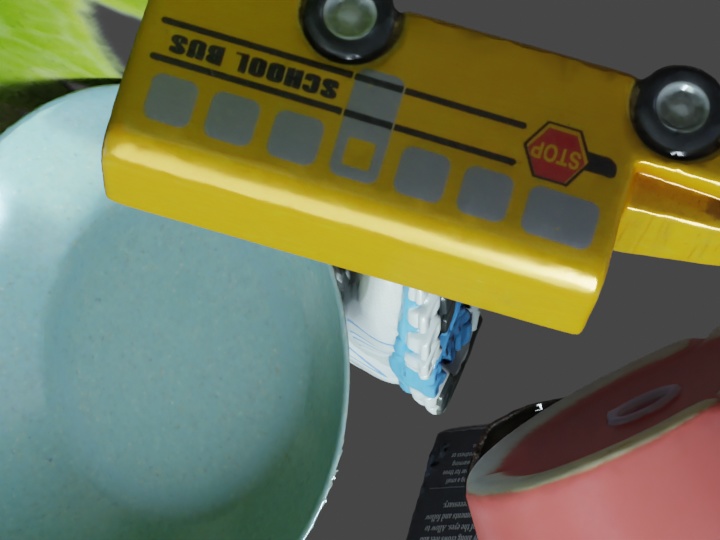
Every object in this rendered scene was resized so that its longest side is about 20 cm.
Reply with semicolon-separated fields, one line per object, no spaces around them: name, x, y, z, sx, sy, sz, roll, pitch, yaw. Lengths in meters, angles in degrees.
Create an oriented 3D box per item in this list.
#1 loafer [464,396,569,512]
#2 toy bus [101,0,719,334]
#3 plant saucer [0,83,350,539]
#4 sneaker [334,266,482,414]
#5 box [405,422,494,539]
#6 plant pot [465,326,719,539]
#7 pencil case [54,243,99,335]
loafer;0.129;0.076;1.220;0.199;0.073;0.071;-4;152;27
toy bus;0.025;-0.037;0.928;0.199;0.079;0.065;16;163;1
plant saucer;-0.077;0.032;1.087;0.200;0.202;0.039;5;-176;34
sneaker;0.000;0.000;1.088;0.086;0.075;0.200;21;163;6
box;0.091;0.188;1.367;0.148;0.201;0.104;26;161;-28
plant pot;0.139;0.124;1.091;0.200;0.200;0.178;-17;102;61
pencil case;-0.110;0.018;1.228;0.094;0.091;0.200;50;155;-4
